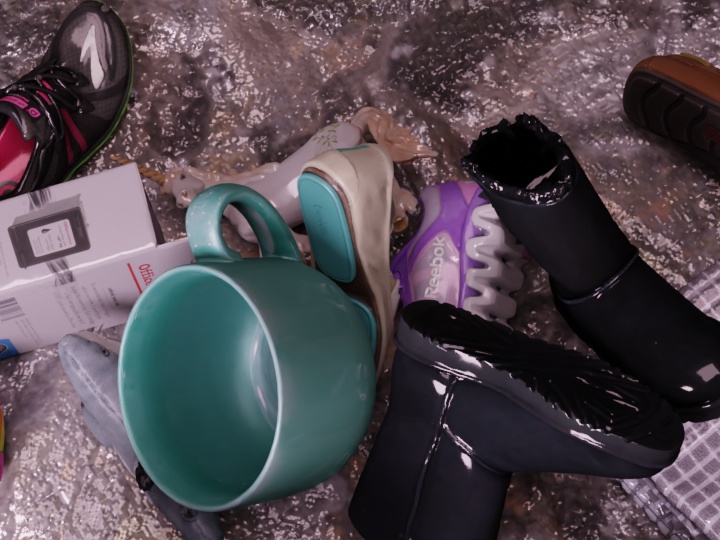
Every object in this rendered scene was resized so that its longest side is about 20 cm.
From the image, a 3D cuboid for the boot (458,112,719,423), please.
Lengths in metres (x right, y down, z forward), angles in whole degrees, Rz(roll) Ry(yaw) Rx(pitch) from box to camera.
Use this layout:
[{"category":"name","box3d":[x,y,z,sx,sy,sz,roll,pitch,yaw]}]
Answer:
[{"category":"boot","box3d":[0.149,-0.006,1.132,0.073,0.163,0.198,-38,35,-6]}]

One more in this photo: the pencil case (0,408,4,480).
[{"category":"pencil case","box3d":[-0.339,0.115,1.225,0.198,0.088,0.089,-5,70,0]}]

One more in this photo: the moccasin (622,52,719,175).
[{"category":"moccasin","box3d":[0.278,-0.092,1.269,0.201,0.074,0.078,30,44,32]}]

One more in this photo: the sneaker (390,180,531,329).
[{"category":"sneaker","box3d":[0.057,0.026,1.246,0.088,0.080,0.202,10,80,28]}]

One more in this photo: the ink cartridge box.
[{"category":"ink cartridge box","box3d":[-0.192,-0.007,1.245,0.198,0.116,0.067,-16,69,-4]}]

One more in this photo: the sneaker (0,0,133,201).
[{"category":"sneaker","box3d":[-0.223,-0.108,1.299,0.076,0.084,0.201,23,73,10]}]

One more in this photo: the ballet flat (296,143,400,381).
[{"category":"ballet flat","box3d":[0.000,0.000,1.209,0.069,0.201,0.070,-1,40,1]}]

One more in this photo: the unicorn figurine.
[{"category":"unicorn figurine","box3d":[-0.053,-0.052,1.274,0.199,0.074,0.138,-24,48,-13]}]

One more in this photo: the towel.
[{"category":"towel","box3d":[0.255,0.083,1.207,0.199,0.086,0.166,-35,72,-10]}]

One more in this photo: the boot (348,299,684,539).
[{"category":"boot","box3d":[0.092,0.128,1.137,0.199,0.169,0.076,23,29,23]}]

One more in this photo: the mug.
[{"category":"mug","box3d":[-0.058,0.055,1.157,0.152,0.114,0.186,40,118,33]}]

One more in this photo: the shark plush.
[{"category":"shark plush","box3d":[-0.140,0.133,1.209,0.090,0.083,0.201,-21,81,11]}]
